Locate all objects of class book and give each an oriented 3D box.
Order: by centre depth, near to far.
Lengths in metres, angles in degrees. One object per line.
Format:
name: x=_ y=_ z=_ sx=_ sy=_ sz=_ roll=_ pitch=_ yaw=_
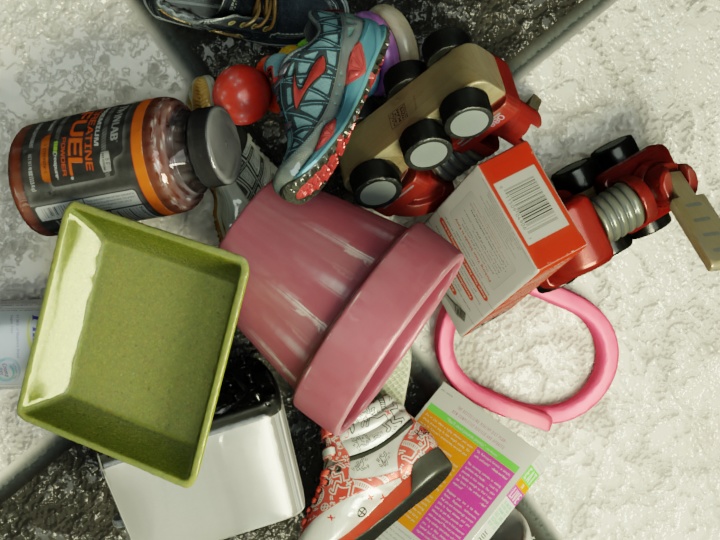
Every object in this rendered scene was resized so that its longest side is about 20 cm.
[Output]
book: x=0.069 y=0.224 z=1.491 sx=0.200 sy=0.133 sz=0.048 roll=-49 pitch=140 yaw=-9

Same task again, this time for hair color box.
hair color box: x=0.123 y=-0.025 z=1.442 sx=0.064 sy=0.200 sz=0.112 roll=-26 pitch=81 yaw=-25

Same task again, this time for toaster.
toaster: x=-0.146 y=0.166 z=1.456 sx=0.198 sy=0.181 sz=0.120 roll=-17 pitch=105 yaw=-7

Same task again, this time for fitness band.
fitness band: x=0.168 y=0.079 z=1.578 sx=0.198 sy=0.037 sz=0.145 roll=23 pitch=92 yaw=-15

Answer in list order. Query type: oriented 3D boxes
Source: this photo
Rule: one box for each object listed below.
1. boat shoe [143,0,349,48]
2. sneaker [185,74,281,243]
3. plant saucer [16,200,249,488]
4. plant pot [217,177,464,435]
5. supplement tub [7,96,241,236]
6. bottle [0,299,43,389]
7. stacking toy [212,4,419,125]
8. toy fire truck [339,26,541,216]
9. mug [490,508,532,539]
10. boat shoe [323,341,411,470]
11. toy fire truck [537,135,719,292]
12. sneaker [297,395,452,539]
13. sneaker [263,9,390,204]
boat shoe: x=-0.102 y=-0.245 z=1.439 sx=0.198 sy=0.091 sz=0.072 roll=4 pitch=99 yaw=-12
sneaker: x=-0.107 y=-0.096 z=1.480 sx=0.087 sy=0.076 sz=0.202 roll=-20 pitch=112 yaw=-14
plant saucer: x=-0.189 y=0.061 z=1.348 sx=0.198 sy=0.048 sz=0.202 roll=18 pitch=96 yaw=27
plant pot: x=-0.034 y=0.017 z=1.387 sx=0.178 sy=0.200 sz=0.201 roll=34 pitch=92 yaw=7
supplement tub: x=-0.210 y=-0.097 z=1.397 sx=0.198 sy=0.107 sz=0.108 roll=-10 pitch=102 yaw=20
bottle: x=-0.284 y=0.069 z=1.468 sx=0.198 sy=0.065 sz=0.085 roll=0 pitch=98 yaw=-11
stacking toy: x=-0.048 y=-0.184 z=1.438 sx=0.198 sy=0.085 sz=0.086 roll=-19 pitch=103 yaw=-25
toy fire truck: x=0.094 y=-0.128 z=1.464 sx=0.176 sy=0.130 sz=0.199 roll=-36 pitch=141 yaw=29
mug: x=0.094 y=0.350 z=1.559 sx=0.198 sy=0.148 sz=0.177 roll=-12 pitch=115 yaw=14
boat shoe: x=0.005 y=0.144 z=1.542 sx=0.074 sy=0.062 sz=0.202 roll=5 pitch=113 yaw=-17
toy fire truck: x=0.252 y=-0.042 z=1.464 sx=0.175 sy=0.200 sz=0.130 roll=-28 pitch=97 yaw=-15
sneaker: x=-0.020 y=0.207 z=1.468 sx=0.201 sy=0.067 sz=0.108 roll=-38 pitch=69 yaw=-4
sneaker: x=-0.047 y=-0.146 z=1.356 sx=0.095 sy=0.080 sz=0.201 roll=23 pitch=58 yaw=0
